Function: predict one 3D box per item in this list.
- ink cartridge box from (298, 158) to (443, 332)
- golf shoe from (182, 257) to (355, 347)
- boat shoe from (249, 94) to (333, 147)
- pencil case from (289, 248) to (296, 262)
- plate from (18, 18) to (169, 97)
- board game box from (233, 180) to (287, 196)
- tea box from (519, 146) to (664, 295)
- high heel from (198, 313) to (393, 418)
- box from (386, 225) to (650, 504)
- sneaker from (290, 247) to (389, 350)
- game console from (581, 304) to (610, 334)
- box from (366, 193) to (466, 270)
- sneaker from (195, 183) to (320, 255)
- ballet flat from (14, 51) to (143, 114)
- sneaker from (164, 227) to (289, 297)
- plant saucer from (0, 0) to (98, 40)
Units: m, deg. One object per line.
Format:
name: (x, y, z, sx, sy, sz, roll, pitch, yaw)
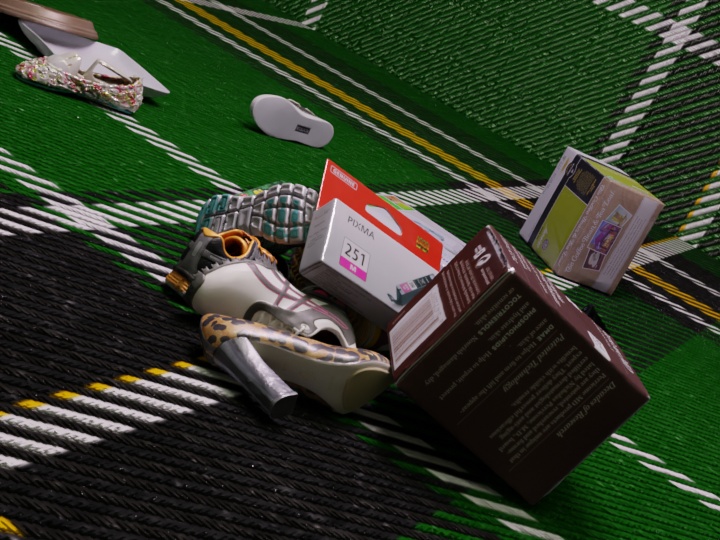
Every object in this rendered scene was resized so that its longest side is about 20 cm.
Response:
ink cartridge box: (0.031, -0.020, 1.343, 0.200, 0.044, 0.174, 35, 48, -28)
golf shoe: (-0.087, 0.045, 1.237, 0.200, 0.077, 0.088, 15, 27, -33)
boat shoe: (-0.136, -0.276, 2.143, 0.200, 0.071, 0.064, 20, 17, -50)
pencil case: (0.000, 0.000, 1.481, 0.200, 0.086, 0.084, 33, 11, 24)
plate: (-0.438, -0.337, 1.922, 0.200, 0.032, 0.200, 9, 23, -44)
board game box: (-0.107, -0.088, 1.694, 0.105, 0.023, 0.200, 27, 16, 9)
tea box: (0.429, -0.095, 2.214, 0.134, 0.200, 0.197, 20, 19, -23)
high heel: (-0.059, 0.079, 1.176, 0.200, 0.071, 0.143, -4, 37, -48)
box: (0.153, 0.092, 1.209, 0.200, 0.164, 0.166, 41, 12, -14)
sneaker: (-0.011, 0.029, 1.409, 0.090, 0.075, 0.200, 12, 31, -39)
game console: (0.285, 0.118, 1.677, 0.176, 0.116, 0.200, 59, 21, 1)
box: (0.054, -0.018, 1.602, 0.200, 0.097, 0.176, 36, 17, 26)
sneaker: (-0.098, -0.054, 1.411, 0.200, 0.078, 0.091, 3, -18, 35)
ballet flat: (-0.415, -0.292, 1.767, 0.200, 0.064, 0.076, 13, 22, -37)
sneaker: (-0.133, -0.007, 1.318, 0.078, 0.077, 0.200, 31, 15, 20)
plant saucer: (-0.538, -0.431, 1.992, 0.200, 0.029, 0.200, 18, 9, -3)
